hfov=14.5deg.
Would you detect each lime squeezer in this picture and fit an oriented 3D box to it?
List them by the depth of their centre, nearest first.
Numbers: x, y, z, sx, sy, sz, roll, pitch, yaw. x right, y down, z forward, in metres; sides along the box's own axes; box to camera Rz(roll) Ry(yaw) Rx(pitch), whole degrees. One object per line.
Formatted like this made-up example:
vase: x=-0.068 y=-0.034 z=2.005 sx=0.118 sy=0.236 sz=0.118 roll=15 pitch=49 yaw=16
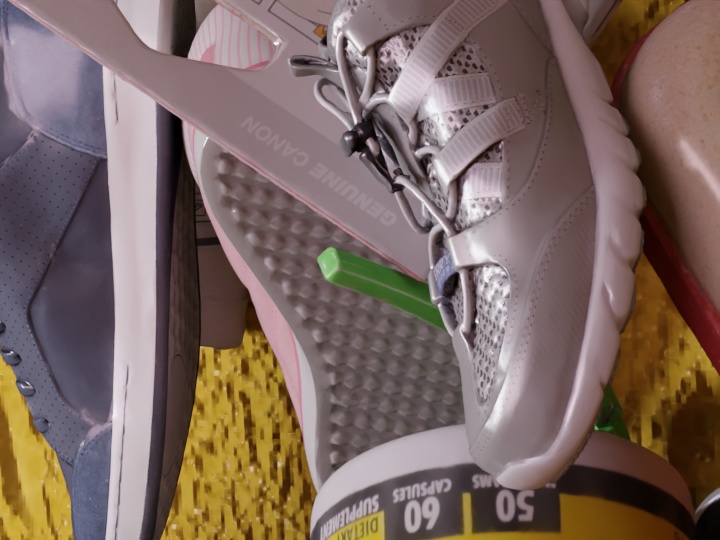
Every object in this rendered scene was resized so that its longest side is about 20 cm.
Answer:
lime squeezer: x=0.041 y=0.043 z=0.823 sx=0.070 sy=0.201 sz=0.038 roll=-8 pitch=52 yaw=8

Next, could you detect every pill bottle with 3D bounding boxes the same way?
pill bottle: x=0.041 y=0.151 z=0.757 sx=0.111 sy=0.111 sz=0.201 roll=-28 pitch=52 yaw=40

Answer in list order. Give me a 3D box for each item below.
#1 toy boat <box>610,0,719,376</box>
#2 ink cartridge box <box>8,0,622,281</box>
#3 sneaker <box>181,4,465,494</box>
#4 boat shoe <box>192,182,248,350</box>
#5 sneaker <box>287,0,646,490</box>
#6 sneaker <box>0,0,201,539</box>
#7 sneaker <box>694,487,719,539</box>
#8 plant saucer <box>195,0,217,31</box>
toy boat: x=0.144 y=0.019 z=0.750 sx=0.201 sy=0.130 sz=0.131 roll=61 pitch=158 yaw=23
ink cartridge box: x=-0.019 y=-0.117 z=0.799 sx=0.199 sy=0.045 sz=0.177 roll=34 pitch=75 yaw=1
sneaker: x=0.000 y=0.000 z=0.877 sx=0.075 sy=0.201 sz=0.105 roll=-22 pitch=33 yaw=3
boat shoe: x=-0.122 y=-0.002 z=1.006 sx=0.199 sy=0.073 sz=0.067 roll=2 pitch=96 yaw=42
sneaker: x=0.020 y=-0.038 z=0.727 sx=0.075 sy=0.081 sz=0.201 roll=116 pitch=150 yaw=-62
sneaker: x=-0.126 y=0.000 z=0.911 sx=0.145 sy=0.077 sz=0.204 roll=1 pitch=103 yaw=4
sneaker: x=0.136 y=0.133 z=0.747 sx=0.200 sy=0.113 sz=0.076 roll=51 pitch=123 yaw=28
plant saucer: x=-0.005 y=-0.117 z=0.923 sx=0.199 sy=0.029 sz=0.202 roll=2 pitch=93 yaw=42
